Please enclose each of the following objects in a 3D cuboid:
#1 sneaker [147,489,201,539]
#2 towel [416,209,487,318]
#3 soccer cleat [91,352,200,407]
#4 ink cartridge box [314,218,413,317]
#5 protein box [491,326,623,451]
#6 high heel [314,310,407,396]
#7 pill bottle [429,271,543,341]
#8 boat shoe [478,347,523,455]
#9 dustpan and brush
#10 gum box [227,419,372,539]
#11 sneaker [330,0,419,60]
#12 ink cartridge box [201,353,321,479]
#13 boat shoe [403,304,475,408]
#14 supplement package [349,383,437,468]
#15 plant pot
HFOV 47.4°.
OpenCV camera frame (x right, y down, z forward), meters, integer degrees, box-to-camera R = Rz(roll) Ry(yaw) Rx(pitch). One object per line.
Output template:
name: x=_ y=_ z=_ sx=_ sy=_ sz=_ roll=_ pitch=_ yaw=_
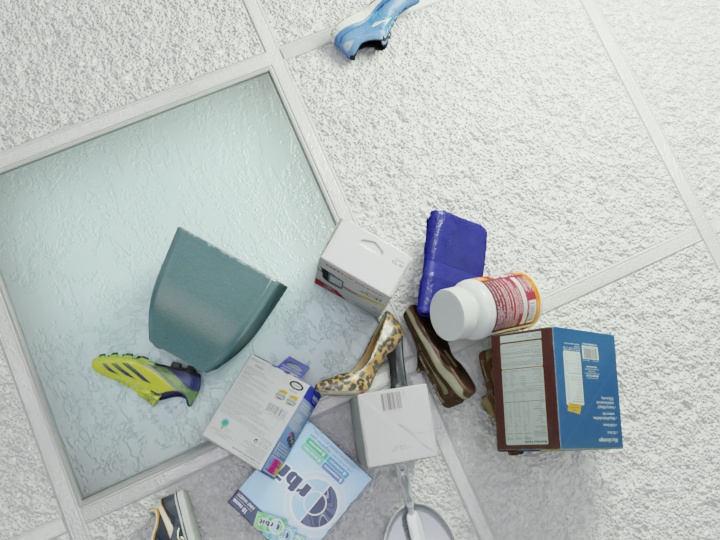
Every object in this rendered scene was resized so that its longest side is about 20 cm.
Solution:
sneaker: x=-0.307 y=0.482 z=1.396 sx=0.079 sy=0.079 sz=0.201 roll=-21 pitch=60 yaw=-7
towel: x=0.170 y=-0.001 z=1.543 sx=0.147 sy=0.049 sz=0.202 roll=18 pitch=75 yaw=-35
soccer cleat: x=-0.385 y=0.196 z=1.462 sx=0.198 sy=0.065 sz=0.085 roll=11 pitch=80 yaw=-3
ink cartridge box: x=0.000 y=0.000 z=1.466 sx=0.147 sy=0.200 sz=0.086 roll=29 pitch=77 yaw=2
protein box: x=0.346 y=0.213 z=1.441 sx=0.197 sy=0.134 sz=0.203 roll=10 pitch=74 yaw=-42
high heel: x=-0.005 y=0.150 z=1.481 sx=0.198 sy=0.071 sz=0.144 roll=-3 pitch=83 yaw=-34
pill bottle: x=0.228 y=0.066 z=1.480 sx=0.198 sy=0.109 sz=0.111 roll=-8 pitch=77 yaw=-37
boat shoe: x=0.262 y=0.238 z=1.513 sx=0.073 sy=0.075 sz=0.203 roll=-10 pitch=85 yaw=26
dustpan and brush: x=0.092 y=0.439 z=1.454 sx=0.138 sy=0.057 sz=0.202 roll=-13 pitch=80 yaw=-7
gum box: x=-0.106 y=0.389 z=1.456 sx=0.170 sy=0.045 sz=0.200 roll=41 pitch=77 yaw=5
sneaker: x=0.040 y=-0.489 z=1.643 sx=0.199 sy=0.079 sz=0.090 roll=-35 pitch=90 yaw=-2
ink cartridge box: x=-0.163 y=0.241 z=1.442 sx=0.135 sy=0.076 sz=0.201 roll=24 pitch=75 yaw=23
boat shoe: x=0.127 y=0.161 z=1.510 sx=0.075 sy=0.074 sz=0.203 roll=-42 pitch=64 yaw=24
supplement package: x=0.051 y=0.268 z=1.415 sx=0.120 sy=0.200 sz=0.121 roll=-8 pitch=79 yaw=-7
plant pot: x=-0.264 y=0.066 z=1.442 sx=0.194 sy=0.196 sz=0.202 roll=28 pitch=87 yaw=1
